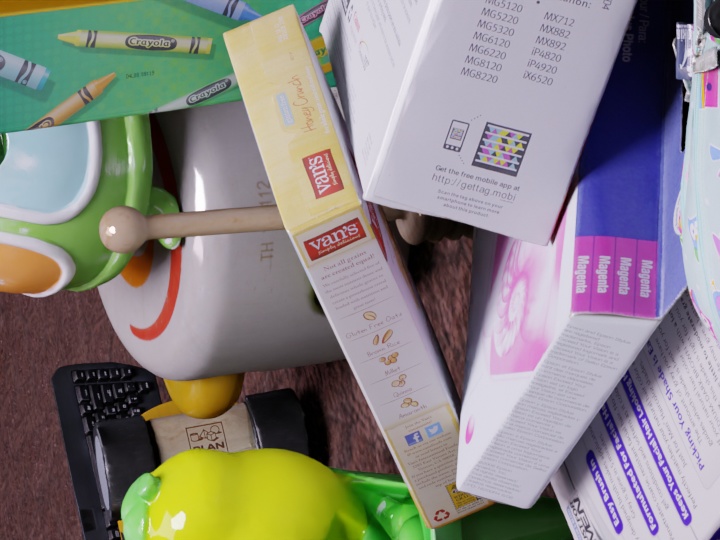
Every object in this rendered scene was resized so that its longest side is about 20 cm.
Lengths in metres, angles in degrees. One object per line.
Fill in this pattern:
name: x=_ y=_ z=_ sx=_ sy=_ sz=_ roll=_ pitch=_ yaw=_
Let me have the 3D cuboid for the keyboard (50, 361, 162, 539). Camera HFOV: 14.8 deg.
keyboard: x=-0.119 y=0.145 z=1.679 sx=0.040 sy=0.104 sz=0.201 roll=-35 pitch=64 yaw=46

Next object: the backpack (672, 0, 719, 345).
backpack: x=0.183 y=-0.043 z=0.951 sx=0.127 sy=0.166 sz=0.201 roll=-104 pitch=15 yaw=-62

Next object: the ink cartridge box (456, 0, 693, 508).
ink cartridge box: x=0.092 y=-0.033 z=1.161 sx=0.200 sy=0.043 sz=0.197 roll=117 pitch=164 yaw=-52

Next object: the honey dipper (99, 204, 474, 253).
honey dipper: x=-0.027 y=-0.024 z=1.313 sx=0.038 sy=0.199 sz=0.038 roll=173 pitch=90 yaw=-69

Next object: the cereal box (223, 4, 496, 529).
cereal box: x=0.000 y=0.000 z=1.226 sx=0.144 sy=0.039 sz=0.200 roll=-109 pitch=-3 yaw=-47

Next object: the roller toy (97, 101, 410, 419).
roller toy: x=-0.070 y=-0.035 z=1.471 sx=0.200 sy=0.139 sz=0.183 roll=-56 pitch=47 yaw=55

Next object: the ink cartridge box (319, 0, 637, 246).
ink cartridge box: x=0.054 y=-0.135 z=1.160 sx=0.200 sy=0.083 sz=0.176 roll=-103 pitch=29 yaw=-64

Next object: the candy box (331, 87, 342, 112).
candy box: x=-0.012 y=-0.199 z=1.385 sx=0.201 sy=0.071 sz=0.168 roll=65 pitch=149 yaw=33

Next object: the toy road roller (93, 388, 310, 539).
toy road roller: x=-0.081 y=0.170 z=1.586 sx=0.146 sy=0.122 sz=0.201 roll=111 pitch=147 yaw=-68

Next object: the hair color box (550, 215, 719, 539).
hair color box: x=0.147 y=0.057 z=1.132 sx=0.200 sy=0.065 sz=0.110 roll=-60 pitch=44 yaw=50

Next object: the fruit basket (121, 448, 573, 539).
fruit basket: x=-0.016 y=0.155 z=1.343 sx=0.215 sy=0.215 sz=0.156 roll=1 pitch=98 yaw=64

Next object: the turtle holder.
turtle holder: x=-0.172 y=-0.079 z=1.376 sx=0.141 sy=0.131 sz=0.186 roll=30 pitch=118 yaw=49

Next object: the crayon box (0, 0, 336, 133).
crayon box: x=-0.108 y=-0.121 z=1.290 sx=0.119 sy=0.199 sz=0.059 roll=42 pitch=135 yaw=52
